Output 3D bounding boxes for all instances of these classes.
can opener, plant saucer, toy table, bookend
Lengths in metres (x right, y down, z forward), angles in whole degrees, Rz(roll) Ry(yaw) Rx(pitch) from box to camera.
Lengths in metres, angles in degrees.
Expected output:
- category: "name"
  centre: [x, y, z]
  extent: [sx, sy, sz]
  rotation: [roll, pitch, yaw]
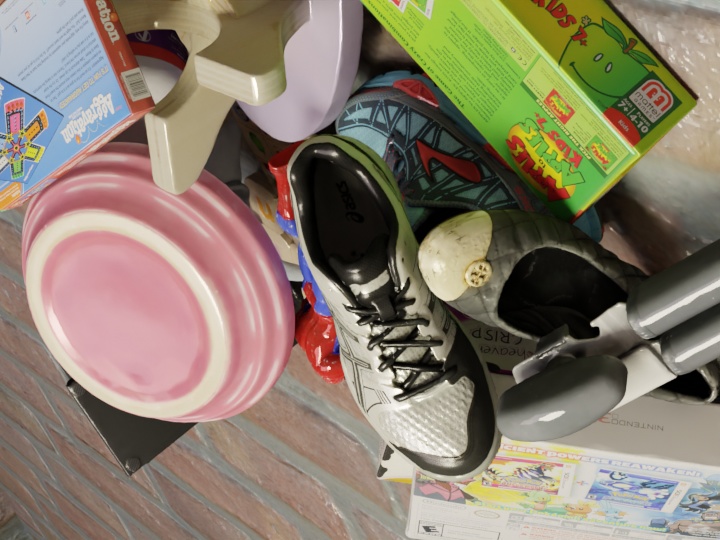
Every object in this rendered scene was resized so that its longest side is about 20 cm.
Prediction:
- category: "can opener"
  centre: [0.155, 0.033, 0.744]
  extent: [0.199, 0.067, 0.053]
  rotation: [-35, 113, 31]
- category: "plant saucer"
  centre: [-0.140, 0.018, 0.980]
  extent: [0.199, 0.051, 0.202]
  rotation: [13, 124, 20]
- category: "toy table"
  centre: [-0.084, -0.152, 0.882]
  extent: [0.183, 0.117, 0.202]
  rotation: [13, 125, 43]
- category: "bookend"
  centre: [-0.171, 0.060, 1.294]
  extent: [0.093, 0.200, 0.198]
  rotation: [58, 160, -18]

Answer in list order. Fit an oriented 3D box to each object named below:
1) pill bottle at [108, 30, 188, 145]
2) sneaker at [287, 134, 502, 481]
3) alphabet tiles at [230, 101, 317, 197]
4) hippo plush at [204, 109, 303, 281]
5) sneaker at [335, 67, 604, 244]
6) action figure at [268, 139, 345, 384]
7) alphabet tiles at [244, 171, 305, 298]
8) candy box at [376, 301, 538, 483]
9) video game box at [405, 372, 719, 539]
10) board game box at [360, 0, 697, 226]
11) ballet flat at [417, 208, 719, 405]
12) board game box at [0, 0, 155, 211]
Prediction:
- category: "pill bottle"
  centre: [-0.178, -0.171, 1.019]
  extent: [0.113, 0.111, 0.201]
  rotation: [98, 159, -60]
- category: "sneaker"
  centre: [0.009, 0.021, 0.806]
  extent: [0.201, 0.075, 0.088]
  rotation: [63, -173, 9]
- category: "alphabet tiles"
  centre: [-0.009, -0.036, 1.041]
  extent: [0.200, 0.008, 0.168]
  rotation: [32, 158, 44]
- category: "hippo plush"
  centre: [-0.152, -0.018, 1.096]
  extent: [0.158, 0.161, 0.201]
  rotation: [-8, 123, 20]
- category: "sneaker"
  centre: [0.042, -0.050, 0.890]
  extent: [0.199, 0.095, 0.080]
  rotation: [31, 151, 40]
- category: "action figure"
  centre: [0.000, 0.000, 0.964]
  extent: [0.065, 0.098, 0.201]
  rotation: [57, 159, 36]
- category: "alphabet tiles"
  centre: [-0.014, -0.003, 1.167]
  extent: [0.199, 0.015, 0.197]
  rotation: [32, 150, 37]
- category: "candy box"
  centre: [0.088, 0.081, 0.962]
  extent: [0.135, 0.062, 0.200]
  rotation: [8, 152, -2]
- category: "video game box"
  centre: [0.129, 0.125, 0.918]
  extent: [0.198, 0.047, 0.183]
  rotation: [8, 153, 3]
- category: "board game box"
  centre: [0.071, -0.126, 0.785]
  extent: [0.200, 0.048, 0.102]
  rotation: [49, 158, 5]
- category: "ballet flat"
  centre: [0.117, 0.018, 0.805]
  extent: [0.199, 0.067, 0.057]
  rotation: [21, -158, -28]
- category: "board game box"
  centre: [-0.192, -0.111, 0.911]
  extent: [0.199, 0.019, 0.104]
  rotation: [-22, 89, 53]
